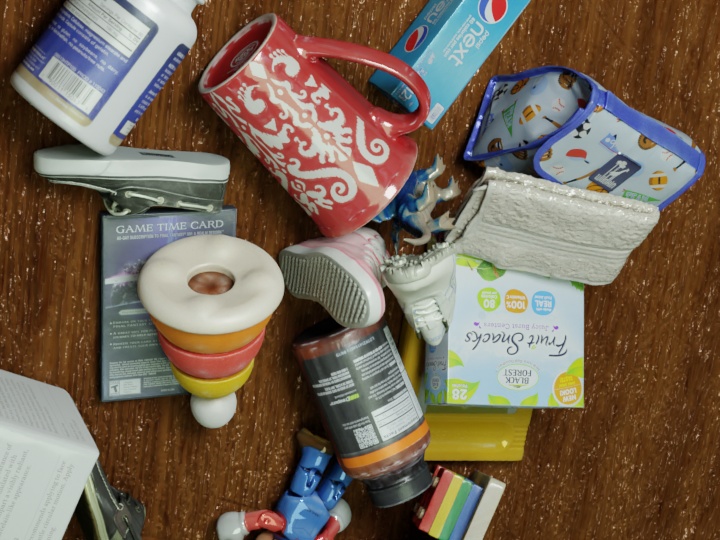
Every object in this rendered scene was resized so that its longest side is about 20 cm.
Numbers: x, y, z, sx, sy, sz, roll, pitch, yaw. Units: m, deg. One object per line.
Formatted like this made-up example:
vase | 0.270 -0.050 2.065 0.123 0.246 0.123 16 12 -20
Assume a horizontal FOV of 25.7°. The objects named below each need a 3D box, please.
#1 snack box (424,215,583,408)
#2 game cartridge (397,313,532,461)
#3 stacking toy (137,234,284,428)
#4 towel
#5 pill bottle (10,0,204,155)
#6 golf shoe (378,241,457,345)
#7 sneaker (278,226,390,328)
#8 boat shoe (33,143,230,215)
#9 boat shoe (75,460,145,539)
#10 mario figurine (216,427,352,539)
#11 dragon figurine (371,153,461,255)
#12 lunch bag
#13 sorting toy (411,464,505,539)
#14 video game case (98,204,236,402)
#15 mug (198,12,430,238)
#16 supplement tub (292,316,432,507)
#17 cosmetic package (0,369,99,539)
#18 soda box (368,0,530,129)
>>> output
snack box | 0.157 0.048 1.714 0.167 0.068 0.202 3 85 -21
game cartridge | 0.121 0.119 1.784 0.175 0.032 0.202 2 105 -22
stacking toy | -0.153 0.078 1.609 0.145 0.147 0.201 -10 131 -18
towel | 0.194 -0.042 1.624 0.198 0.035 0.133 11 147 -11
pill bottle | -0.223 -0.221 1.478 0.119 0.120 0.201 37 92 -28
golf shoe | 0.070 0.025 1.570 0.078 0.200 0.098 -14 87 9
sneaker | 0.000 0.000 1.605 0.104 0.200 0.076 -16 106 -22
boat shoe | -0.224 -0.085 1.553 0.198 0.071 0.064 3 106 -24
boat shoe | -0.259 0.263 1.666 0.066 0.072 0.203 -24 117 -23
mario figurine | -0.082 0.274 1.747 0.123 0.106 0.201 28 85 9
dragon figurine | 0.043 -0.058 1.599 0.099 0.201 0.059 -24 120 26
lunch bag | 0.233 -0.128 1.635 0.169 0.199 0.125 27 73 -29
sorting toy | 0.079 0.308 1.741 0.069 0.200 0.200 25 85 1
video game case | -0.200 0.034 1.634 0.141 0.019 0.202 -4 108 -21
mug | -0.042 -0.163 1.571 0.178 0.133 0.200 -47 114 0
supplement tub | 0.009 0.147 1.681 0.106 0.107 0.202 -24 99 -12
cosmetic package | -0.387 0.189 1.530 0.199 0.165 0.166 22 99 -27
soda box | 0.101 -0.249 1.626 0.064 0.068 0.201 37 92 -28
